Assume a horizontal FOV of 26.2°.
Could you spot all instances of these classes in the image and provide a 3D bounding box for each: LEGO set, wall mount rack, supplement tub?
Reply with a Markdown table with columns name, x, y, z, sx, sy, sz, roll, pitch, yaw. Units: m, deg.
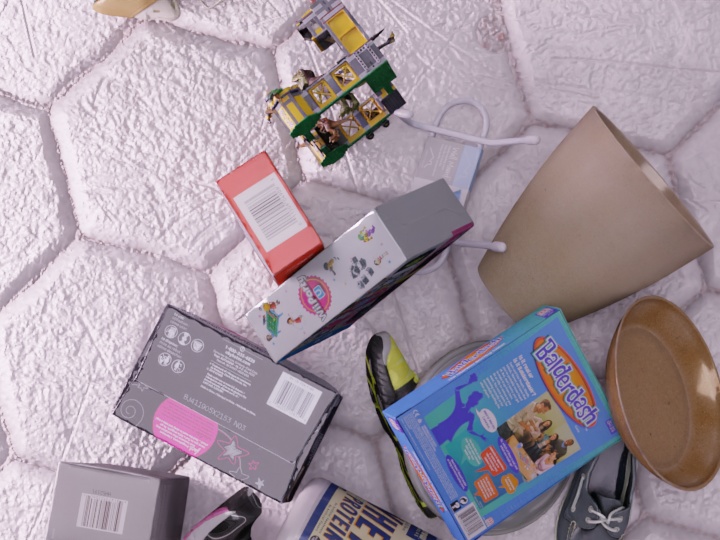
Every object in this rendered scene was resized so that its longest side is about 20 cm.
| name | x | y | z | sx | sy | sz | roll | pitch | yaw |
| --- | --- | --- | --- | --- | --- | --- | --- | --- | --- |
| LEGO set | -0.039 | -0.203 | 1.603 | 0.154 | 0.200 | 0.116 | -40 | 75 | 11 |
| wall mount rack | 0.100 | -0.090 | 1.619 | 0.173 | 0.075 | 0.201 | 15 | 84 | 26 |
| supplement tub | 0.007 | 0.314 | 1.559 | 0.199 | 0.145 | 0.145 | 27 | 86 | 5 |

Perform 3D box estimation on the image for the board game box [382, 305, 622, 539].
| name | x | y | z | sx | sy | sz | roll | pitch | yaw |
| --- | --- | --- | --- | --- | --- | --- | --- | --- | --- |
| board game box | 0.143 | 0.150 | 1.520 | 0.200 | 0.045 | 0.152 | -31 | 102 | -13 |

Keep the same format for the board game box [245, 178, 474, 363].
| name | x | y | z | sx | sy | sz | roll | pitch | yaw |
| --- | --- | --- | --- | --- | --- | --- | --- | --- | --- |
| board game box | 0.000 | 0.000 | 1.552 | 0.200 | 0.147 | 0.064 | -38 | 82 | 34 |

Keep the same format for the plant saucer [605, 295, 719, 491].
| name | x | y | z | sx | sy | sz | roll | pitch | yaw |
| --- | --- | --- | --- | --- | --- | --- | --- | --- | --- |
| plant saucer | 0.303 | 0.126 | 1.567 | 0.035 | 0.200 | 0.201 | -20 | 81 | 40 |

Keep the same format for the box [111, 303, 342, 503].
| name | x | y | z | sx | sy | sz | roll | pitch | yaw |
| --- | --- | --- | --- | --- | --- | --- | --- | --- | --- |
| box | -0.133 | 0.138 | 1.603 | 0.199 | 0.115 | 0.133 | 27 | 84 | 4 |

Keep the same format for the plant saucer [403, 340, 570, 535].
| name | x | y | z | sx | sy | sz | roll | pitch | yaw |
| --- | --- | --- | --- | --- | --- | --- | --- | --- | --- |
| plant saucer | 0.142 | 0.171 | 1.578 | 0.199 | 0.050 | 0.201 | 1 | 87 | -21 |

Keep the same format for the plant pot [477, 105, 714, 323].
| name | x | y | z | sx | sy | sz | roll | pitch | yaw |
| --- | --- | --- | --- | --- | --- | --- | --- | --- | --- |
| plant pot | 0.225 | -0.031 | 1.583 | 0.200 | 0.187 | 0.187 | -42 | 83 | 13 |

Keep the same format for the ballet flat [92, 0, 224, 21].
| name | x | y | z | sx | sy | sz | roll | pitch | yaw |
| --- | --- | --- | --- | --- | --- | --- | --- | --- | --- |
| ballet flat | -0.193 | -0.306 | 1.682 | 0.199 | 0.069 | 0.063 | -24 | 97 | 1 |

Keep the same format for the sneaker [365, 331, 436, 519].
| name | x | y | z | sx | sy | sz | roll | pitch | yaw |
| --- | --- | --- | --- | --- | --- | --- | --- | --- | --- |
| sneaker | 0.063 | 0.154 | 1.617 | 0.076 | 0.075 | 0.201 | -22 | 93 | -7 |

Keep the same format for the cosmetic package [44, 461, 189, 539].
| name | x | y | z | sx | sy | sz | roll | pitch | yaw |
| --- | --- | --- | --- | --- | --- | --- | --- | --- | --- |
| cosmetic package | -0.240 | 0.239 | 1.555 | 0.106 | 0.200 | 0.091 | 9 | 86 | 2 |

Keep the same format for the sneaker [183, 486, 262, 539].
| name | x | y | z | sx | sy | sz | roll | pitch | yaw |
| --- | --- | --- | --- | --- | --- | --- | --- | --- | --- |
| sneaker | -0.136 | 0.297 | 1.564 | 0.086 | 0.200 | 0.080 | 42 | 46 | 10 |

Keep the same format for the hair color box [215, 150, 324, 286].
| name | x | y | z | sx | sy | sz | roll | pitch | yaw |
| --- | --- | --- | --- | --- | --- | --- | --- | --- | --- |
| hair color box | -0.086 | -0.043 | 1.576 | 0.064 | 0.200 | 0.111 | -32 | 83 | -2 |

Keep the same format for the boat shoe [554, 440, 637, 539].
| name | x | y | z | sx | sy | sz | roll | pitch | yaw |
| --- | --- | --- | --- | --- | --- | --- | --- | --- | --- |
| boat shoe | 0.245 | 0.240 | 1.596 | 0.073 | 0.062 | 0.201 | 13 | 84 | 5 |
